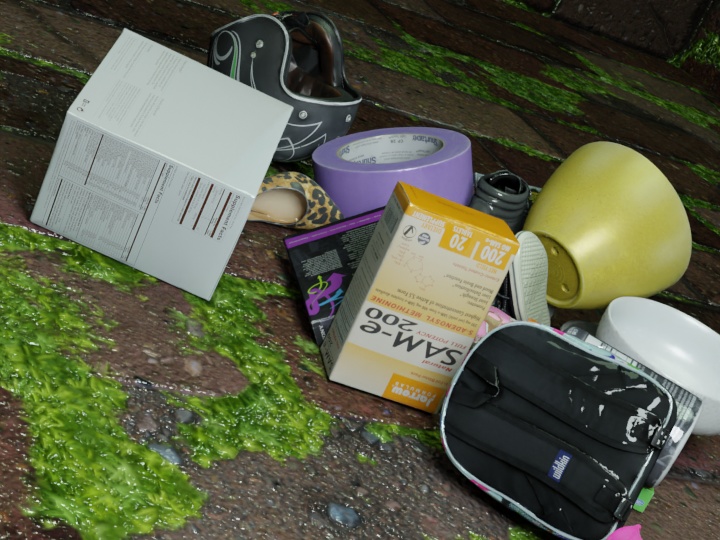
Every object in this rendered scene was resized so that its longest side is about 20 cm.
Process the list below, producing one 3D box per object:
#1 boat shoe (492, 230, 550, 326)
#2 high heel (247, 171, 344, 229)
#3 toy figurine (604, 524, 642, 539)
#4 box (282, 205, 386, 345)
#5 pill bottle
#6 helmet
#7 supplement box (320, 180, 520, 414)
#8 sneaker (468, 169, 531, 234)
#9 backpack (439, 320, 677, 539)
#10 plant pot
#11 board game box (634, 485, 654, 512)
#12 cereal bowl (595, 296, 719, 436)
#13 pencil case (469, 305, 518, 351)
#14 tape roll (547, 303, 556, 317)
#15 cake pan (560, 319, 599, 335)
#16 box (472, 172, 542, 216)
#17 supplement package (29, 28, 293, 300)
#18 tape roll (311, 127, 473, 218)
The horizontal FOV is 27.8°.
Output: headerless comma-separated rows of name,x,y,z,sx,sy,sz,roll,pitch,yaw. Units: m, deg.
boat shoe,0.179,0.028,1.670,0.062,0.200,0.075,19,58,24
high heel,-0.108,-0.063,1.683,0.199,0.072,0.143,23,31,-13
toy figurine,0.275,0.292,1.229,0.184,0.151,0.200,30,-3,36
box,0.000,0.000,1.581,0.142,0.036,0.200,-17,29,-3
pill bottle,0.241,0.128,1.492,0.199,0.107,0.106,31,21,11
helmet,-0.102,-0.236,1.905,0.199,0.192,0.200,-15,3,1
supplement box,0.057,0.029,1.453,0.125,0.201,0.074,19,18,-17
sneaker,0.190,-0.072,1.797,0.071,0.100,0.200,34,21,25
backpack,0.181,0.146,1.366,0.199,0.178,0.151,27,-2,13
plant pot,0.269,-0.032,1.724,0.142,0.201,0.200,-32,55,-31
board game box,0.251,0.177,1.580,0.134,0.029,0.200,26,21,0
cereal bowl,0.351,0.120,1.649,0.199,0.084,0.200,22,24,-10
pencil case,0.107,0.051,1.630,0.200,0.087,0.083,33,53,16
tape roll,0.160,-0.004,1.839,0.202,0.071,0.203,23,20,-9
cake pan,0.324,0.130,1.763,0.199,0.037,0.200,23,21,-9
box,0.184,-0.084,1.992,0.199,0.040,0.137,9,-16,-37
supplement package,-0.201,-0.111,1.500,0.199,0.147,0.192,24,36,-5
tape roll,0.041,-0.113,1.814,0.199,0.085,0.200,-4,20,1
